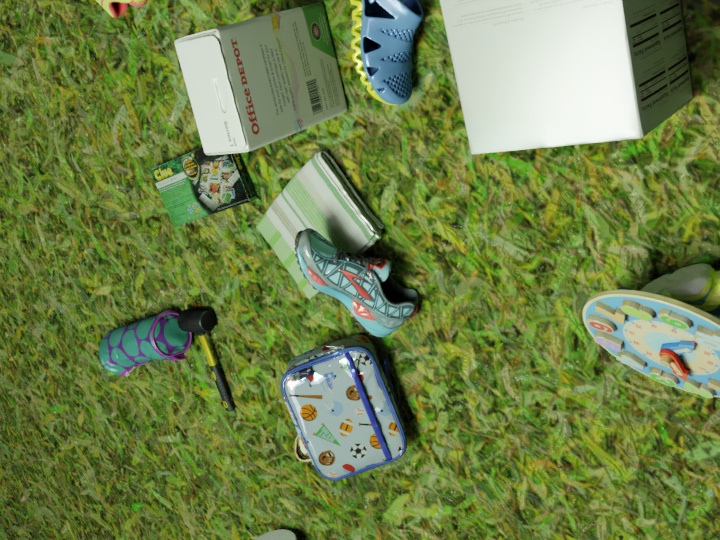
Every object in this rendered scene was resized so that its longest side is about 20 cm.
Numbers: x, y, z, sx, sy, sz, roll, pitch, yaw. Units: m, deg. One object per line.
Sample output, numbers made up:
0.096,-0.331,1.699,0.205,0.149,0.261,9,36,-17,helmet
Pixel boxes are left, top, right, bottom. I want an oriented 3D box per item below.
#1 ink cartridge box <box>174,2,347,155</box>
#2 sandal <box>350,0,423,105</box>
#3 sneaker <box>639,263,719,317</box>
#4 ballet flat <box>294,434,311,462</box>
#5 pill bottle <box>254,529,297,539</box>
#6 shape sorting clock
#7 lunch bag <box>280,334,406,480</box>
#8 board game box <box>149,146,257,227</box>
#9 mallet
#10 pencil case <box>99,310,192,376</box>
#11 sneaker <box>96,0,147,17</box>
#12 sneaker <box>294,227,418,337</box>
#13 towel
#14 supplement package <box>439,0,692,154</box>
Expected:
-0.120,-0.242,1.141,0.084,0.200,0.146,1,112,39,ink cartridge box
0.036,-0.294,1.072,0.087,0.079,0.201,4,116,34,sandal
0.388,0.043,0.947,0.199,0.076,0.106,-17,101,43,sneaker
-0.054,0.240,1.429,0.070,0.065,0.201,40,131,19,ballet flat
-0.131,0.575,1.632,0.119,0.119,0.201,0,112,40,pill bottle
0.333,0.083,0.979,0.199,0.039,0.200,23,158,10,shape sorting clock
-0.020,0.198,1.339,0.159,0.076,0.201,-19,103,9,lunch bag
-0.250,-0.137,1.429,0.199,0.023,0.105,-12,106,42,board game box
-0.267,0.156,1.590,0.066,0.041,0.201,8,120,36,mallet
-0.389,0.134,1.645,0.199,0.085,0.093,-19,83,45,pencil case
-0.327,-0.432,1.314,0.199,0.078,0.091,-17,109,50,sneaker
0.000,0.000,1.237,0.200,0.080,0.095,40,126,-22,sneaker
-0.062,-0.062,1.311,0.150,0.031,0.200,55,137,6,towel
0.204,-0.238,0.905,0.190,0.147,0.201,0,112,40,supplement package
